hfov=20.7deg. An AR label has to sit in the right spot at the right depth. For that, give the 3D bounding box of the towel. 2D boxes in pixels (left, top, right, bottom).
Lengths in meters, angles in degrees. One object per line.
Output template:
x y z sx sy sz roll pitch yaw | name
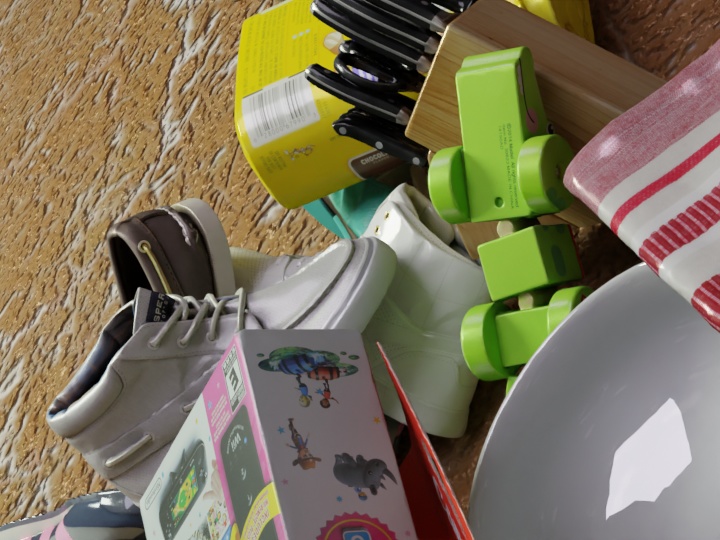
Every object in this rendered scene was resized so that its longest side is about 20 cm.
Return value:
0.182 -0.046 0.849 0.144 0.023 0.200 -41 33 2 | towel

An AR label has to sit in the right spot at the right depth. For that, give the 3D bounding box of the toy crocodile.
0.083 -0.010 0.977 0.067 0.062 0.202 -12 88 35 | toy crocodile

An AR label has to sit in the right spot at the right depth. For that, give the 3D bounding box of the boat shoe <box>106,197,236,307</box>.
-0.099 0.063 1.118 0.072 0.059 0.202 7 108 55 | boat shoe

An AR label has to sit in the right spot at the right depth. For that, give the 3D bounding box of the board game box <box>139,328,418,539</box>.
-0.030 0.149 0.861 0.148 0.064 0.201 -59 40 46 | board game box

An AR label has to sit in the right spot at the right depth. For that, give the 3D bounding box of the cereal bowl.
0.143 0.094 0.860 0.200 0.083 0.201 -36 37 32 | cereal bowl

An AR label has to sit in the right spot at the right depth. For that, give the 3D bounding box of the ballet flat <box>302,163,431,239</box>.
0.006 -0.046 1.226 0.070 0.068 0.200 -37 32 -4 | ballet flat

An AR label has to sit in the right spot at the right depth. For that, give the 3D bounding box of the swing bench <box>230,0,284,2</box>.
0.022 -0.276 1.301 0.200 0.129 0.200 -38 33 56 | swing bench

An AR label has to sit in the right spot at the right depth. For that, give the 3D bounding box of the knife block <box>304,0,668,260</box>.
0.075 -0.104 1.019 0.199 0.177 0.064 -16 16 31 | knife block

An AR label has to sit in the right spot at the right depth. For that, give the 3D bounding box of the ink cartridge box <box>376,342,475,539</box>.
0.031 0.157 0.858 0.047 0.201 0.160 -19 37 -5 | ink cartridge box

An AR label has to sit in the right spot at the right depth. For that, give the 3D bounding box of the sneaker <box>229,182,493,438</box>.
0.000 0.000 1.109 0.199 0.073 0.116 28 104 35 | sneaker

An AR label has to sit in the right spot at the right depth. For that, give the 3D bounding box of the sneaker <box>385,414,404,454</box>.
-0.042 0.102 1.158 0.199 0.078 0.096 12 97 57 | sneaker

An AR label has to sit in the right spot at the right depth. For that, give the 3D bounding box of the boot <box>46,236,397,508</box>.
-0.077 0.038 1.037 0.200 0.095 0.074 -46 19 12 | boot

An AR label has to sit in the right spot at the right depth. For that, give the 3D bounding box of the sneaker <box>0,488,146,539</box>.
-0.176 0.193 1.275 0.199 0.070 0.083 -26 62 43 | sneaker

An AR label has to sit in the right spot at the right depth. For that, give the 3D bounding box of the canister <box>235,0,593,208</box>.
0.030 -0.130 1.161 0.199 0.087 0.149 -21 37 18 | canister
